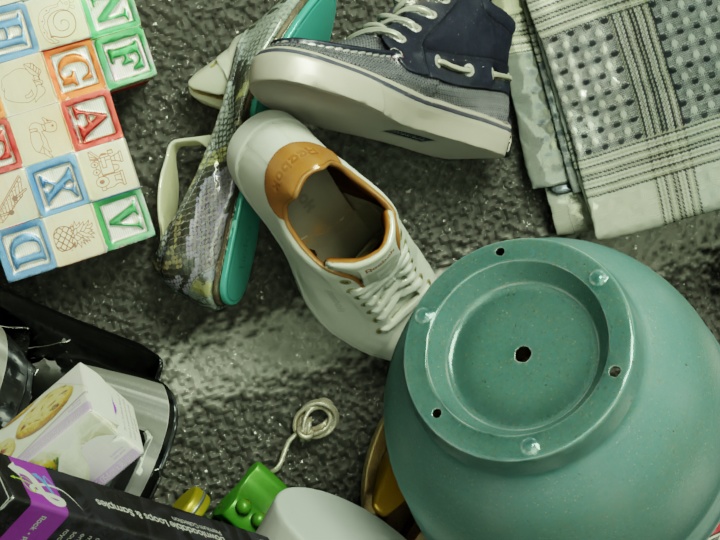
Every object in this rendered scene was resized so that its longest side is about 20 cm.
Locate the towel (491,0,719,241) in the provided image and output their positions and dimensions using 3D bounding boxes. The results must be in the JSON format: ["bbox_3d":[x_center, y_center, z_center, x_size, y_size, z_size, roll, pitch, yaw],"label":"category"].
[{"bbox_3d":[0.182,-0.127,0.819,0.199,0.035,0.194,-14,97,23],"label":"towel"}]

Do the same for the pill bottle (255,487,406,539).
[{"bbox_3d":[-0.048,0.232,0.763,0.114,0.114,0.201,24,101,-13],"label":"pill bottle"}]

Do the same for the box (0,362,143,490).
[{"bbox_3d":[-0.188,0.125,0.637,0.200,0.042,0.039,-39,123,7],"label":"box"}]

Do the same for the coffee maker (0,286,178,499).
[{"bbox_3d":[-0.215,0.050,0.725,0.199,0.192,0.135,30,108,-33],"label":"coffee maker"}]

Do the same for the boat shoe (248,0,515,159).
[{"bbox_3d":[0.017,-0.126,0.784,0.199,0.074,0.094,11,83,-49],"label":"boat shoe"}]

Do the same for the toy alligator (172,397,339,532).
[{"bbox_3d":[-0.079,0.154,0.806,0.059,0.054,0.200,44,82,-12],"label":"toy alligator"}]

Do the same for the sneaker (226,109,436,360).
[{"bbox_3d":[0.000,0.000,0.775,0.073,0.085,0.200,-45,129,-4],"label":"sneaker"}]

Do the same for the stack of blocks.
[{"bbox_3d":[-0.175,-0.106,0.771,0.114,0.059,0.202,-18,96,-13],"label":"stack of blocks"}]

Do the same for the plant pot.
[{"bbox_3d":[0.096,0.064,0.724,0.199,0.134,0.202,-9,62,17],"label":"plant pot"}]

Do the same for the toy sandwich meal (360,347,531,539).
[{"bbox_3d":[0.089,0.144,0.838,0.203,0.070,0.207,-1,92,-14],"label":"toy sandwich meal"}]

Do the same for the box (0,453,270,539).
[{"bbox_3d":[-0.140,0.166,0.645,0.143,0.036,0.200,-47,140,9],"label":"box"}]

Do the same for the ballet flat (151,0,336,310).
[{"bbox_3d":[-0.076,-0.081,0.795,0.072,0.072,0.202,19,88,-13],"label":"ballet flat"}]

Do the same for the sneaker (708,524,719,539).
[{"bbox_3d":[0.176,0.162,0.816,0.080,0.200,0.075,-6,107,30],"label":"sneaker"}]
